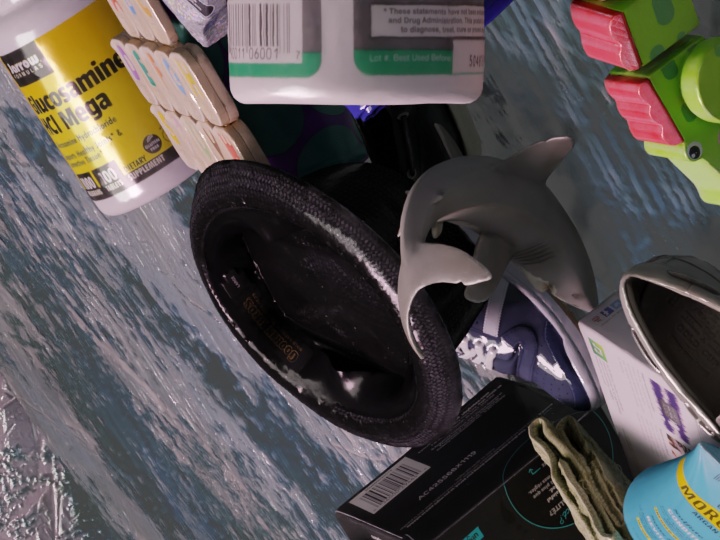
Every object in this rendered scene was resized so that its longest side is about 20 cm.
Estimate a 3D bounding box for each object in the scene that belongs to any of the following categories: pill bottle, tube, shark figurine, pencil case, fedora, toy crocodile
[{"bbox_3d":[-0.188,-0.149,1.684,0.201,0.112,0.112,57,163,-14],"label":"pill bottle"},{"bbox_3d":[0.176,0.116,1.185,0.077,0.051,0.200,35,170,0],"label":"tube"},{"bbox_3d":[0.071,-0.038,1.236,0.214,0.089,0.129,-7,-111,-62],"label":"shark figurine"},{"bbox_3d":[-0.073,-0.140,1.445,0.201,0.085,0.092,60,171,-19],"label":"pencil case"},{"bbox_3d":[-0.002,-0.172,1.019,0.113,0.112,0.202,-167,76,-65],"label":"pill bottle"},{"bbox_3d":[0.000,0.000,1.316,0.200,0.092,0.201,33,146,26],"label":"fedora"},{"bbox_3d":[0.121,-0.107,1.033,0.067,0.062,0.201,23,146,59],"label":"toy crocodile"}]

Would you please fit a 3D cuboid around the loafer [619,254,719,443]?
[{"bbox_3d":[0.197,0.069,1.143,0.200,0.070,0.070,44,-161,27],"label":"loafer"}]

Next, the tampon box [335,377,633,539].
[{"bbox_3d":[0.111,0.196,1.505,0.201,0.150,0.126,59,162,-19],"label":"tampon box"}]

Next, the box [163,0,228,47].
[{"bbox_3d":[-0.093,-0.241,1.214,0.200,0.132,0.115,50,166,11],"label":"box"}]

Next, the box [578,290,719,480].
[{"bbox_3d":[0.207,0.109,1.280,0.200,0.036,0.145,37,157,47],"label":"box"}]

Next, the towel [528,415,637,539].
[{"bbox_3d":[0.173,0.177,1.376,0.200,0.036,0.149,47,-171,-27],"label":"towel"}]

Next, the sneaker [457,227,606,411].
[{"bbox_3d":[0.049,0.030,1.412,0.200,0.108,0.070,48,163,17],"label":"sneaker"}]

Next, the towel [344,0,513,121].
[{"bbox_3d":[-0.005,-0.190,1.103,0.200,0.147,0.050,51,-165,6],"label":"towel"}]

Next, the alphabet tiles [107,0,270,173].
[{"bbox_3d":[-0.102,-0.096,1.436,0.196,0.015,0.200,60,169,-17],"label":"alphabet tiles"}]

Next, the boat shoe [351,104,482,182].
[{"bbox_3d":[-0.003,-0.126,1.318,0.074,0.066,0.200,27,149,55],"label":"boat shoe"}]
